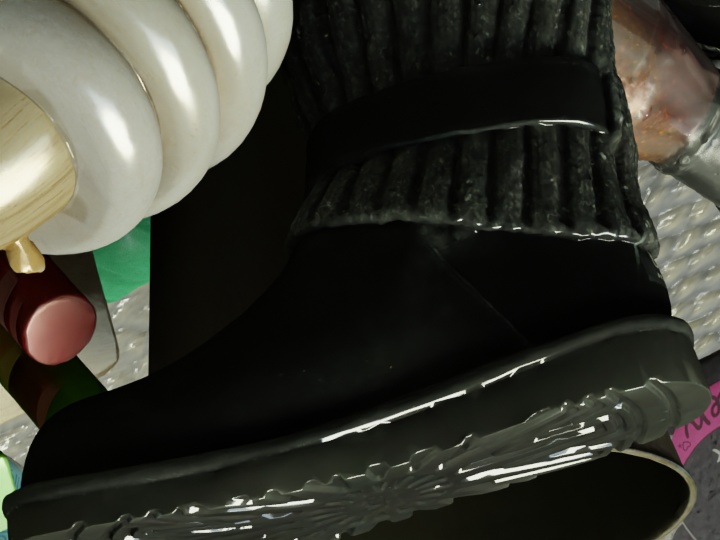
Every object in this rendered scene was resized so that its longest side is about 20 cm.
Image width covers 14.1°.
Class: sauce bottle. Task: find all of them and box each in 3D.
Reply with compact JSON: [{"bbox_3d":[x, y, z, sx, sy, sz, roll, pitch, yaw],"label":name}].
[{"bbox_3d":[0.059,-0.078,0.932,0.200,0.066,0.066,32,112,-19],"label":"sauce bottle"}]

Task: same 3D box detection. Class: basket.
[{"bbox_3d":[0.000,0.000,0.965,0.180,0.200,0.136,-7,152,-13],"label":"basket"}]

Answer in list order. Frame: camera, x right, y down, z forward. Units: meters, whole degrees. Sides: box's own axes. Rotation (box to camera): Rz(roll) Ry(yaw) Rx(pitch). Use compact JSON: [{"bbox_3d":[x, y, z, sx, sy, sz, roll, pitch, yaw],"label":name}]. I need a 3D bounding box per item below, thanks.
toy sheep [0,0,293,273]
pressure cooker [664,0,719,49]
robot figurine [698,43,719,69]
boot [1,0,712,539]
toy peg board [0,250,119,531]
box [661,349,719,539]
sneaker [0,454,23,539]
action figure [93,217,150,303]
[{"bbox_3d":[-0.083,-0.077,0.809,0.138,0.138,0.200,94,20,-55],"label":"toy sheep"},{"bbox_3d":[0.128,-0.190,0.945,0.200,0.176,0.179,-61,150,-9],"label":"pressure cooker"},{"bbox_3d":[0.061,-0.097,1.072,0.200,0.145,0.058,-39,149,14],"label":"robot figurine"},{"bbox_3d":[-0.013,-0.007,0.842,0.211,0.158,0.079,-15,161,-2],"label":"boot"},{"bbox_3d":[-0.169,0.010,0.904,0.200,0.098,0.199,-26,129,-19],"label":"toy peg board"},{"bbox_3d":[0.148,0.102,1.097,0.200,0.132,0.115,-28,162,33],"label":"box"},{"bbox_3d":[-0.207,0.157,1.203,0.200,0.080,0.131,-42,166,-8],"label":"sneaker"},{"bbox_3d":[-0.121,-0.025,1.040,0.118,0.055,0.200,-50,147,19],"label":"action figure"}]
